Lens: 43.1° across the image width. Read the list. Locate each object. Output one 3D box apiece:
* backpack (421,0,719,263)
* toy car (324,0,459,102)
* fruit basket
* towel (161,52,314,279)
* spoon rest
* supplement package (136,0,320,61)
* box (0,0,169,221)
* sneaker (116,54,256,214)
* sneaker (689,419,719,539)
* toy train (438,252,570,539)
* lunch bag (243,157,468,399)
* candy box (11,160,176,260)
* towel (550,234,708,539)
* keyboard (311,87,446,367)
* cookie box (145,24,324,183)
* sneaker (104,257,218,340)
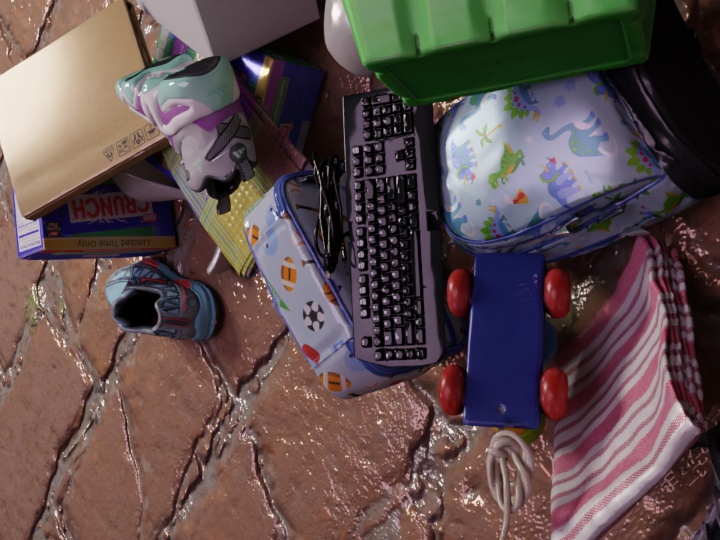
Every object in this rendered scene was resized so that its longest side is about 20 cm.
[{"bbox_3d":[0.141,-0.085,0.649,0.200,0.153,0.165,-35,71,52],"label":"backpack"},{"bbox_3d":[0.057,-0.234,0.723,0.150,0.173,0.203,-143,56,-79],"label":"toy car"},{"bbox_3d":[0.085,-0.219,0.564,0.213,0.155,0.218,-3,83,21],"label":"fruit basket"},{"bbox_3d":[-0.125,-0.105,0.881,0.200,0.023,0.144,51,125,28],"label":"towel"},{"bbox_3d":[-0.209,-0.085,1.018,0.200,0.099,0.061,44,113,12],"label":"spoon rest"},{"bbox_3d":[-0.147,-0.301,0.881,0.200,0.121,0.121,43,155,45],"label":"supplement package"},{"bbox_3d":[-0.298,-0.168,0.958,0.199,0.021,0.165,-25,77,20],"label":"box"},{"bbox_3d":[-0.152,-0.118,0.831,0.200,0.077,0.141,28,142,60],"label":"sneaker"},{"bbox_3d":[0.228,0.138,0.551,0.200,0.139,0.078,-50,24,27],"label":"sneaker"},{"bbox_3d":[0.105,0.099,0.639,0.084,0.116,0.202,0,67,17],"label":"toy train"},{"bbox_3d":[0.000,0.000,0.770,0.075,0.159,0.201,-38,72,41],"label":"lunch bag"},{"bbox_3d":[-0.316,-0.117,1.069,0.077,0.168,0.202,-10,85,47],"label":"candy box"},{"bbox_3d":[0.164,0.080,0.598,0.030,0.201,0.147,25,125,-3],"label":"towel"},{"bbox_3d":[0.006,-0.031,0.656,0.103,0.039,0.203,-7,83,31],"label":"keyboard"},{"bbox_3d":[-0.144,-0.166,0.961,0.199,0.075,0.173,33,114,38],"label":"cookie box"},{"bbox_3d":[-0.255,0.031,1.066,0.199,0.095,0.080,11,99,44],"label":"sneaker"}]
